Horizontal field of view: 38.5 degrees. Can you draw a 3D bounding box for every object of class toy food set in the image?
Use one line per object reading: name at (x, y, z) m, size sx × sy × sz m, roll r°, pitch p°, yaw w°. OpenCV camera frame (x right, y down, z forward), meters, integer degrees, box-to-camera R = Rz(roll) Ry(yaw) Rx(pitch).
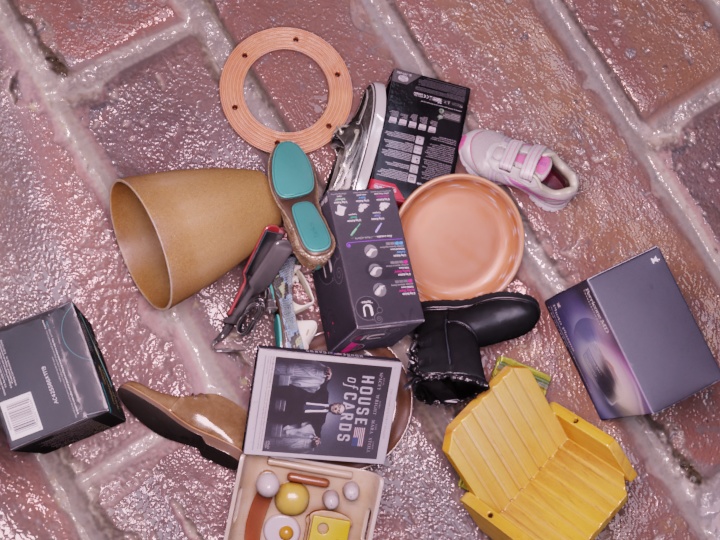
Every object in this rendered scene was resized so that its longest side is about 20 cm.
toy food set at (-0.079, 0.334, 1.397) m, size 0.199 × 0.060 × 0.145 m, roll 11°, pitch 91°, yaw -6°

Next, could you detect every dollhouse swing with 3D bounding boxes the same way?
dollhouse swing at (0.241, 0.261, 1.396) m, size 0.200 × 0.176 × 0.181 m, roll -42°, pitch 45°, yaw -18°

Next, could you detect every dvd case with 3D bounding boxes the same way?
dvd case at (-0.052, 0.183, 1.393) m, size 0.199 × 0.025 × 0.151 m, roll 7°, pitch 102°, yaw -13°

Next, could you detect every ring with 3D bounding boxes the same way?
ring at (-0.111, -0.267, 1.544) m, size 0.199 × 0.019 × 0.202 m, roll 1°, pitch 80°, yaw -8°

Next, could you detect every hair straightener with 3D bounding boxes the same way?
hair straightener at (-0.149, 0.038, 1.421) m, size 0.041 × 0.077 × 0.201 m, roll 18°, pitch 113°, yaw -42°

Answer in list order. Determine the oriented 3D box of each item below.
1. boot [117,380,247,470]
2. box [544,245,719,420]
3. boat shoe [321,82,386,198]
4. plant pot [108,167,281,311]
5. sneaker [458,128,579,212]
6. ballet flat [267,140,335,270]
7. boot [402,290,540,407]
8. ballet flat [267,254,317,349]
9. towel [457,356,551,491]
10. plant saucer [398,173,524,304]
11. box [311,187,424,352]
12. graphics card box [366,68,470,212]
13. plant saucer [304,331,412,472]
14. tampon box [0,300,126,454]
boot at (-0.238, 0.196, 1.423) m, size 0.199 × 0.074 × 0.076 m, roll 29°, pitch 58°, yaw -6°
box at (0.376, 0.094, 1.451) m, size 0.123 × 0.198 × 0.201 m, roll -24°, pitch 83°, yaw -12°
boat shoe at (-0.010, -0.187, 1.513) m, size 0.063 × 0.071 × 0.201 m, roll 16°, pitch 79°, yaw -13°
plant pot at (-0.218, -0.066, 1.425) m, size 0.199 × 0.186 × 0.187 m, roll -23°, pitch 83°, yaw -29°
sneaker at (0.242, -0.158, 1.525) m, size 0.199 × 0.088 × 0.082 m, roll 21°, pitch 77°, yaw -12°
ballet flat at (-0.086, -0.084, 1.406) m, size 0.070 × 0.065 × 0.201 m, roll -7°, pitch 58°, yaw -14°
boot at (0.157, 0.108, 1.431) m, size 0.197 × 0.074 × 0.163 m, roll -3°, pitch 37°, yaw 6°
ballet flat at (-0.094, 0.062, 1.442) m, size 0.074 × 0.074 × 0.201 m, roll -8°, pitch 68°, yaw -9°
towel at (0.210, 0.231, 1.494) m, size 0.086 × 0.018 × 0.201 m, roll 20°, pitch 78°, yaw -3°
plant saucer at (0.138, -0.042, 1.497) m, size 0.199 × 0.037 × 0.202 m, roll -2°, pitch 103°, yaw -9°
box at (0.000, 0.000, 1.434) m, size 0.105 × 0.122 × 0.201 m, roll -5°, pitch 71°, yaw -23°
graphics card box at (0.085, -0.190, 1.540) m, size 0.125 × 0.051 × 0.201 m, roll 12°, pitch 79°, yaw -6°
plant saucer at (-0.026, 0.184, 1.464) m, size 0.199 × 0.032 × 0.202 m, roll 1°, pitch 80°, yaw -8°
tampon box at (-0.395, 0.144, 1.333) m, size 0.126 × 0.200 × 0.151 m, roll -21°, pitch 81°, yaw -11°
